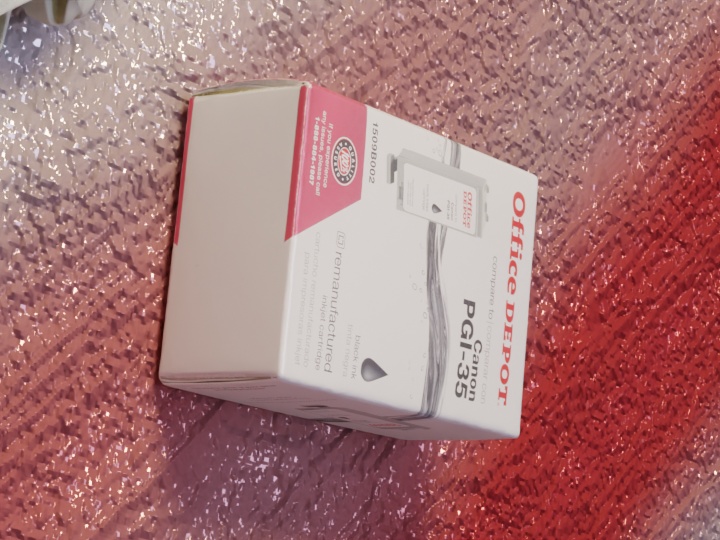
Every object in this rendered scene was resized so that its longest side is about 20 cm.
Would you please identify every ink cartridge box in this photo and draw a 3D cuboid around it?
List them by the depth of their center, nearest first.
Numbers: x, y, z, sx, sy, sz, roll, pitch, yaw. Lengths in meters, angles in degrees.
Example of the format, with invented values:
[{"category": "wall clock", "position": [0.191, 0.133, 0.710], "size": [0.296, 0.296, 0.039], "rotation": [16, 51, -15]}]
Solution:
[{"category": "ink cartridge box", "position": [0.000, 0.000, 1.175], "size": [0.199, 0.082, 0.148], "rotation": [17, 75, -50]}]

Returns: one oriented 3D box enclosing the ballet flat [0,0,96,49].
[{"category": "ballet flat", "position": [-0.153, -0.129, 1.015], "size": [0.200, 0.069, 0.070], "rotation": [-30, 111, -44]}]
